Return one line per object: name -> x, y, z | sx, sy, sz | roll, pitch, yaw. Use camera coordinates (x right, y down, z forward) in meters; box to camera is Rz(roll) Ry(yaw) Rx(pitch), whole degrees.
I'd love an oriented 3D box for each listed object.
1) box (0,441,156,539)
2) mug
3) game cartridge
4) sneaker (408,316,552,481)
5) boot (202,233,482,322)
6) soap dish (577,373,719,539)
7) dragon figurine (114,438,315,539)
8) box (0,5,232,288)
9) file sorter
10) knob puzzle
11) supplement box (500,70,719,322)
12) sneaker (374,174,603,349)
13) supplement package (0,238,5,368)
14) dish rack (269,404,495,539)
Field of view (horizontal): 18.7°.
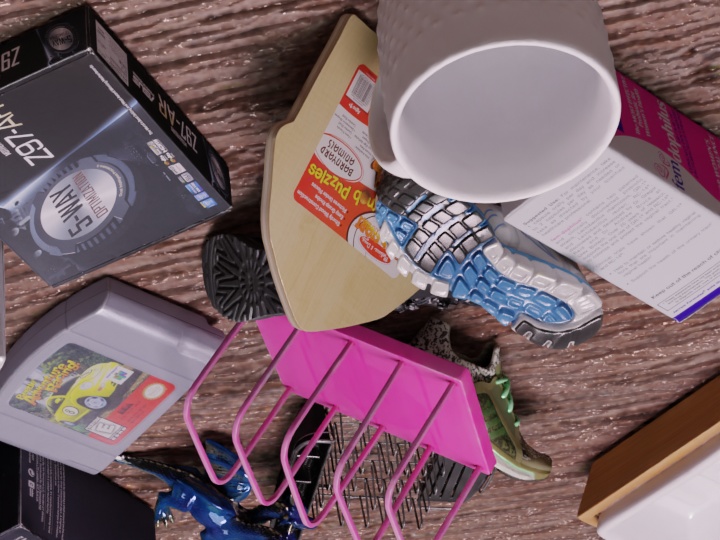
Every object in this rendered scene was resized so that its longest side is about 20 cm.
box -> -0.308, 0.251, 1.893 | 0.199, 0.105, 0.182 | -27, 136, 23
mug -> 0.067, -0.143, 1.418 | 0.147, 0.176, 0.200 | 19, 135, -29
game cartridge -> -0.218, 0.087, 1.759 | 0.133, 0.041, 0.200 | 26, 129, -27
sneaker -> 0.103, 0.106, 1.803 | 0.200, 0.077, 0.089 | 37, 86, -35
boot -> 0.001, 0.000, 1.665 | 0.199, 0.066, 0.164 | -6, -170, -34
soap dish -> 0.311, 0.179, 1.929 | 0.157, 0.082, 0.200 | 25, 130, -34
dragon figurine -> -0.129, 0.187, 1.857 | 0.200, 0.059, 0.099 | 39, 138, -4
box -> -0.207, -0.083, 1.548 | 0.159, 0.044, 0.200 | -22, 139, 16
file sorter -> -0.019, 0.127, 1.696 | 0.199, 0.126, 0.139 | 21, 152, 26
knob puzzle -> -0.007, -0.051, 1.542 | 0.030, 0.221, 0.219 | 14, 162, 45
supplement box -> 0.197, -0.060, 1.600 | 0.199, 0.102, 0.103 | 26, 130, -35
sneaker -> 0.087, -0.020, 1.580 | 0.199, 0.087, 0.075 | 33, 119, -27
supplement package -> -0.381, 0.045, 1.593 | 0.198, 0.148, 0.192 | 12, 137, -23
dish rack -> 0.026, 0.174, 1.896 | 0.198, 0.055, 0.154 | 3, 141, -14
